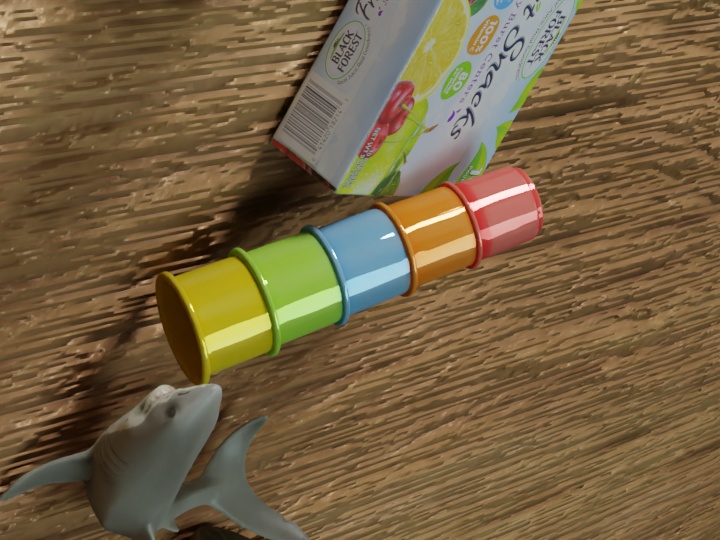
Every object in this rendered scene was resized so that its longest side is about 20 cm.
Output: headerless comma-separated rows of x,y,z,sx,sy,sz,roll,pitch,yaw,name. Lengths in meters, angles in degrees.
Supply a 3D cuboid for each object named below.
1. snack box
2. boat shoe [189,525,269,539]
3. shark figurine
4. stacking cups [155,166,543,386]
0.053,-0.133,1.323,0.142,0.053,0.200,-2,126,-60,snack box
-0.056,0.202,1.550,0.063,0.073,0.201,-49,153,8,boat shoe
-0.099,0.128,1.343,0.128,0.090,0.215,-28,164,1,shark figurine
0.000,0.000,1.314,0.199,0.061,0.061,-18,143,-18,stacking cups
